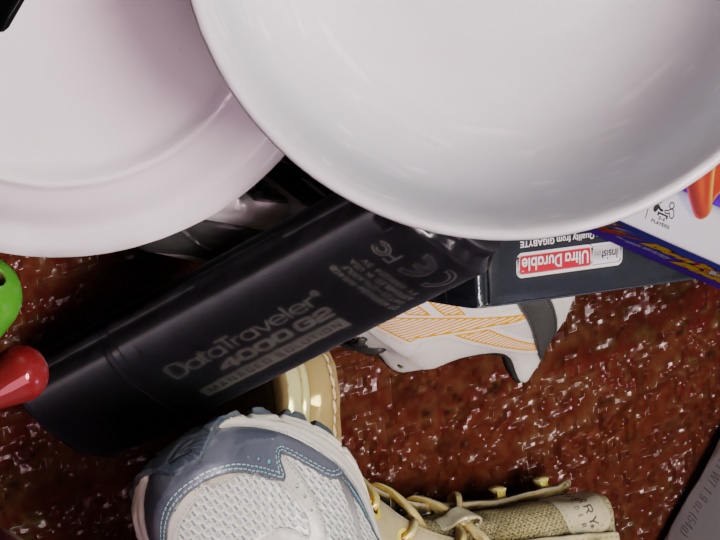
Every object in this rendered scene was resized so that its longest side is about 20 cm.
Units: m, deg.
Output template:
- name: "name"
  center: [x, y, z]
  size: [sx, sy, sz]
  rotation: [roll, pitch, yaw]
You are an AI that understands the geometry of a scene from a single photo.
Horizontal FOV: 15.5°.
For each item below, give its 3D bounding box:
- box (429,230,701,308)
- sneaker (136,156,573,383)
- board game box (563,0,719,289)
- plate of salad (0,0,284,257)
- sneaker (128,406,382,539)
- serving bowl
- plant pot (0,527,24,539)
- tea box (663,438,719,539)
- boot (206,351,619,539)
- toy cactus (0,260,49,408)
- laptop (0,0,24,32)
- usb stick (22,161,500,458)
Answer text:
- name: "box"
  center: [0.105, -0.076, 0.945]
  size: [0.199, 0.046, 0.160]
  rotation: [-6, 98, -34]
- name: "sneaker"
  center: [0.000, 0.000, 0.960]
  size: [0.199, 0.074, 0.080]
  rotation: [8, 112, -28]
- name: "board game box"
  center: [0.148, -0.059, 0.921]
  size: [0.199, 0.045, 0.135]
  rotation: [21, 83, -34]
- name: "plate of salad"
  center: [-0.101, -0.102, 0.865]
  size: [0.199, 0.048, 0.201]
  rotation: [-1, 110, -4]
- name: "sneaker"
  center: [-0.008, 0.127, 0.919]
  size: [0.077, 0.086, 0.200]
  rotation: [-33, 130, 1]
- name: "serving bowl"
  center: [0.046, -0.112, 0.817]
  size: [0.199, 0.066, 0.201]
  rotation: [1, 96, 5]
- name: "plant pot"
  center: [-0.130, 0.200, 0.936]
  size: [0.200, 0.200, 0.179]
  rotation: [45, 75, -34]
- name: "tea box"
  center: [0.249, 0.102, 1.054]
  size: [0.133, 0.197, 0.201]
  rotation: [19, 104, -32]
- name: "boot"
  center: [0.024, 0.097, 1.014]
  size: [0.155, 0.073, 0.201]
  rotation: [-12, 123, -17]
- name: "toy cactus"
  center: [-0.175, 0.083, 0.873]
  size: [0.199, 0.166, 0.102]
  rotation: [-32, 167, 4]
- name: "laptop"
  center: [-0.159, -0.197, 0.768]
  size: [0.199, 0.103, 0.178]
  rotation: [25, 101, -33]
- name: "usb stick"
  center: [-0.039, 0.016, 0.907]
  size: [0.199, 0.033, 0.055]
  rotation: [-27, 132, 36]
